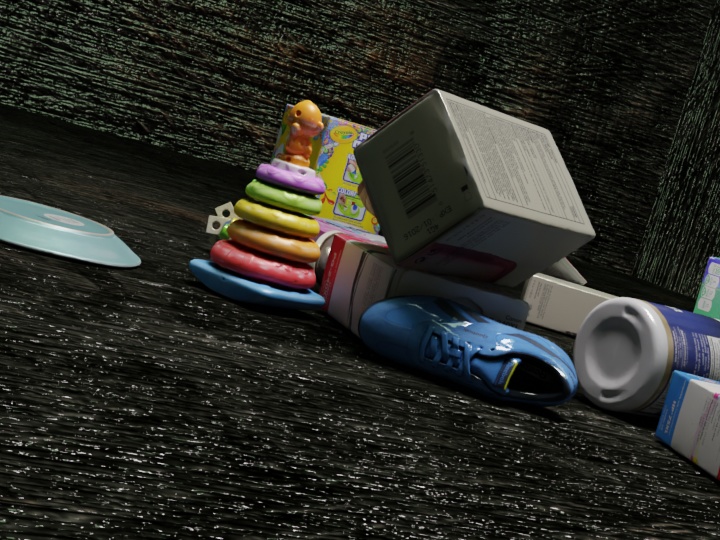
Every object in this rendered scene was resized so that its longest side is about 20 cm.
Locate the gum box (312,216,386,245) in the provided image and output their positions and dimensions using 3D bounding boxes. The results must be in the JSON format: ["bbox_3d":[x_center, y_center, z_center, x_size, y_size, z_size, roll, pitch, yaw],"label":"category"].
[{"bbox_3d":[-0.037,-0.025,1.777,0.113,0.067,0.200,22,7,34],"label":"gum box"}]

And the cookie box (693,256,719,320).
[{"bbox_3d":[0.454,0.095,1.549,0.199,0.172,0.075,21,10,38],"label":"cookie box"}]

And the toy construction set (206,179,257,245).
[{"bbox_3d":[-0.110,-0.053,1.618,0.092,0.132,0.200,33,-4,-14],"label":"toy construction set"}]

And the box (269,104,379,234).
[{"bbox_3d":[-0.050,-0.121,2.038,0.121,0.194,0.200,14,7,-22],"label":"box"}]

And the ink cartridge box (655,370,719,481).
[{"bbox_3d":[0.345,0.149,1.218,0.115,0.068,0.200,15,6,-11],"label":"ink cartridge box"}]

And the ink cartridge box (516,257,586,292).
[{"bbox_3d":[0.257,-0.031,2.123,0.160,0.047,0.200,49,-20,1],"label":"ink cartridge box"}]

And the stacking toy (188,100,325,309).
[{"bbox_3d":[-0.076,-0.068,1.398,0.116,0.201,0.110,20,6,35],"label":"stacking toy"}]

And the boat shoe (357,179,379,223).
[{"bbox_3d":[0.074,-0.037,1.438,0.199,0.071,0.065,23,34,-44],"label":"boat shoe"}]

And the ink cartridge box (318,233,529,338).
[{"bbox_3d":[0.057,0.033,1.406,0.144,0.084,0.200,15,6,-19],"label":"ink cartridge box"}]

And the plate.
[{"bbox_3d":[-0.306,-0.043,1.384,0.199,0.026,0.200,16,6,-2],"label":"plate"}]

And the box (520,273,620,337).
[{"bbox_3d":[0.321,0.062,2.000,0.199,0.069,0.082,18,6,3],"label":"box"}]

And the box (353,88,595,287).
[{"bbox_3d":[0.107,-0.071,1.338,0.199,0.109,0.128,11,52,-52],"label":"box"}]

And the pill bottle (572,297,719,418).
[{"bbox_3d":[0.316,0.095,1.439,0.199,0.112,0.111,13,7,-40],"label":"pill bottle"}]

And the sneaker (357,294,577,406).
[{"bbox_3d":[0.095,0.071,1.256,0.199,0.066,0.078,17,9,0],"label":"sneaker"}]

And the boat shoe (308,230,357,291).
[{"bbox_3d":[0.000,0.000,1.650,0.059,0.072,0.200,16,-1,22],"label":"boat shoe"}]

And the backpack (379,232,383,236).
[{"bbox_3d":[0.092,-0.086,2.172,0.175,0.154,0.200,-26,-14,-8],"label":"backpack"}]
